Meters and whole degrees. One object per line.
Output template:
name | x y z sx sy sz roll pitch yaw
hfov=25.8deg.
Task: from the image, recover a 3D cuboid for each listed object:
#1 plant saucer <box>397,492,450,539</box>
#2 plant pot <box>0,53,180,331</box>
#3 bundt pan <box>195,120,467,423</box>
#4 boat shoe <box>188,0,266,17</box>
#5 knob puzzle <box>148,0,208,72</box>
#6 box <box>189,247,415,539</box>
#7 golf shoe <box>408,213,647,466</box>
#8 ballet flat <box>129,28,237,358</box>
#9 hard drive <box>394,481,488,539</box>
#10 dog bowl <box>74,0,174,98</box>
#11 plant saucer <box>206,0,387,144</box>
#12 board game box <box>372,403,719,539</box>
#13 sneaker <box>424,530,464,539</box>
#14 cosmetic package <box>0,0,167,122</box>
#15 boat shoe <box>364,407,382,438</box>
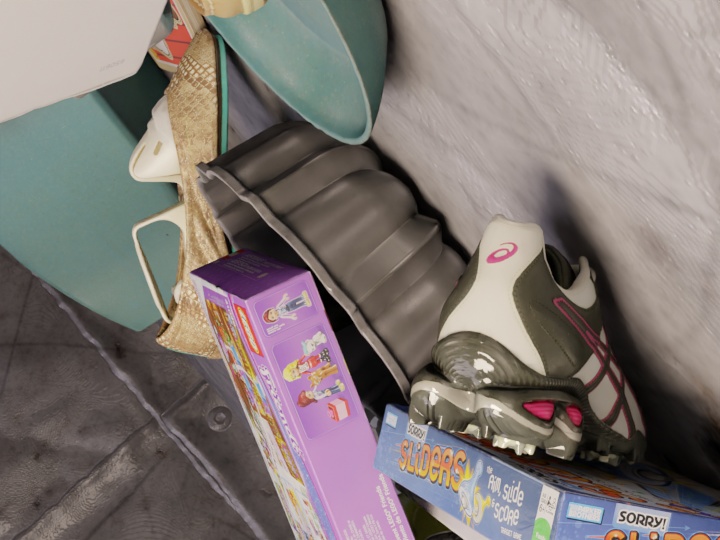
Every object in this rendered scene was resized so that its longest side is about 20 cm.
plant saucer | 0.093 0.201 1.019 0.199 0.031 0.200 21 -155 -10
plant pot | -0.188 -0.066 1.158 0.200 0.141 0.142 51 -161 -25
bundt pan | 0.000 0.000 0.865 0.202 0.076 0.202 48 168 13
boat shoe | -0.114 -0.166 0.623 0.200 0.063 0.073 48 168 15
knob puzzle | -0.158 -0.191 0.999 0.220 0.030 0.220 48 169 13
box | -0.025 0.091 0.840 0.201 0.039 0.137 69 166 -12
golf shoe | 0.086 0.036 0.675 0.077 0.089 0.200 11 176 20
ballet flat | -0.107 -0.043 0.951 0.071 0.065 0.202 -146 51 -78
hard drive | 0.109 0.135 0.805 0.131 0.027 0.200 13 -178 -17
dog bowl | -0.149 -0.185 0.752 0.200 0.058 0.201 -22 -90 -88
plant saucer | -0.048 -0.145 0.686 0.200 0.036 0.200 49 169 12
board game box | 0.101 0.104 0.702 0.134 0.035 0.200 13 -179 -20
sneaker | 0.118 0.197 0.827 0.199 0.082 0.075 24 -178 -3
cosmetic package | -0.144 -0.184 0.501 0.200 0.123 0.200 47 135 15
boat shoe | 0.029 0.089 1.087 0.076 0.060 0.200 41 166 41
